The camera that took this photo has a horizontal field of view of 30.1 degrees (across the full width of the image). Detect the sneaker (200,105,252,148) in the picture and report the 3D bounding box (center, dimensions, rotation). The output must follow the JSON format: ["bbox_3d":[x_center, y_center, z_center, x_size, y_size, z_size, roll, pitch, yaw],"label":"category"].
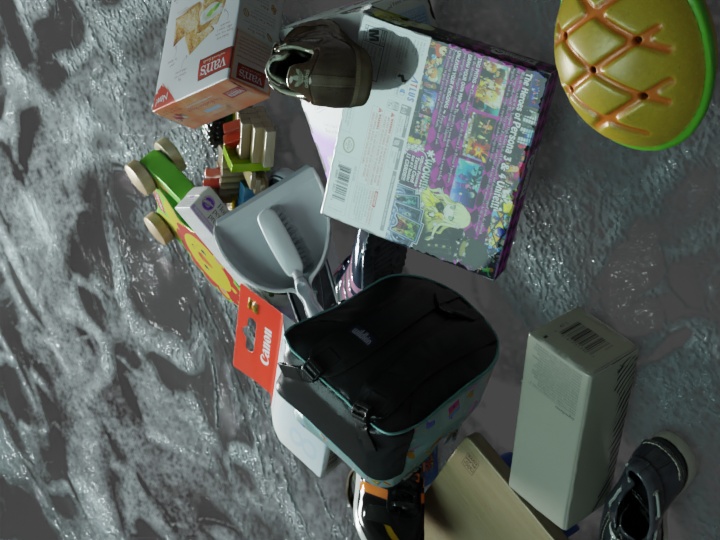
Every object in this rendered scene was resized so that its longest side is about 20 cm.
[{"bbox_3d":[-0.168,-0.233,1.516,0.085,0.078,0.200,48,145,26],"label":"sneaker"}]

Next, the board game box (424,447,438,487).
[{"bbox_3d":[0.012,0.152,1.566,0.200,0.034,0.136,29,134,43],"label":"board game box"}]

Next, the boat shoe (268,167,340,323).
[{"bbox_3d":[-0.073,-0.016,1.537,0.072,0.068,0.200,-3,108,56],"label":"boat shoe"}]

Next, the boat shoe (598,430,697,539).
[{"bbox_3d":[0.249,0.228,1.244,0.073,0.063,0.200,44,143,28],"label":"boat shoe"}]

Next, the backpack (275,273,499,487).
[{"bbox_3d":[0.035,0.104,1.349,0.176,0.200,0.154,37,146,25],"label":"backpack"}]

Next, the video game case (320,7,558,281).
[{"bbox_3d":[0.066,-0.113,1.194,0.181,0.036,0.200,21,117,18],"label":"video game case"}]

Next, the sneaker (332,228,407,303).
[{"bbox_3d":[0.000,0.000,1.442,0.082,0.070,0.200,37,138,34],"label":"sneaker"}]

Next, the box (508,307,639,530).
[{"bbox_3d":[0.197,0.140,1.254,0.082,0.068,0.200,38,140,36],"label":"box"}]

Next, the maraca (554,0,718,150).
[{"bbox_3d":[0.199,-0.183,0.984,0.137,0.107,0.200,11,121,43],"label":"maraca"}]

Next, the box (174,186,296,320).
[{"bbox_3d":[-0.141,-0.015,1.602,0.041,0.039,0.200,-1,133,54],"label":"box"}]

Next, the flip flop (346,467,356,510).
[{"bbox_3d":[0.013,0.260,1.573,0.081,0.058,0.200,41,166,7],"label":"flip flop"}]

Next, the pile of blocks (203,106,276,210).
[{"bbox_3d":[-0.147,-0.109,1.555,0.200,0.062,0.082,113,148,-56],"label":"pile of blocks"}]

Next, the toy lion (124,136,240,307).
[{"bbox_3d":[-0.199,-0.045,1.677,0.192,0.069,0.200,44,162,23],"label":"toy lion"}]

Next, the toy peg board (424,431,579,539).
[{"bbox_3d":[0.162,0.289,1.404,0.200,0.098,0.199,49,134,23],"label":"toy peg board"}]

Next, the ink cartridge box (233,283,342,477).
[{"bbox_3d":[-0.093,0.131,1.605,0.200,0.047,0.160,37,141,24],"label":"ink cartridge box"}]

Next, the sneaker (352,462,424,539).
[{"bbox_3d":[0.036,0.213,1.408,0.200,0.070,0.090,-96,23,-48],"label":"sneaker"}]

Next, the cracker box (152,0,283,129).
[{"bbox_3d":[-0.139,-0.257,1.358,0.134,0.058,0.200,-14,64,47],"label":"cracker box"}]

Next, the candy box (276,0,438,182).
[{"bbox_3d":[0.018,-0.161,1.300,0.168,0.071,0.200,2,114,56],"label":"candy box"}]

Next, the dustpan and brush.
[{"bbox_3d":[-0.072,-0.005,1.472,0.200,0.139,0.057,61,-170,11],"label":"dustpan and brush"}]

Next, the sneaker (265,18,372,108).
[{"bbox_3d":[-0.053,-0.190,1.199,0.200,0.075,0.071,-144,59,-66],"label":"sneaker"}]
